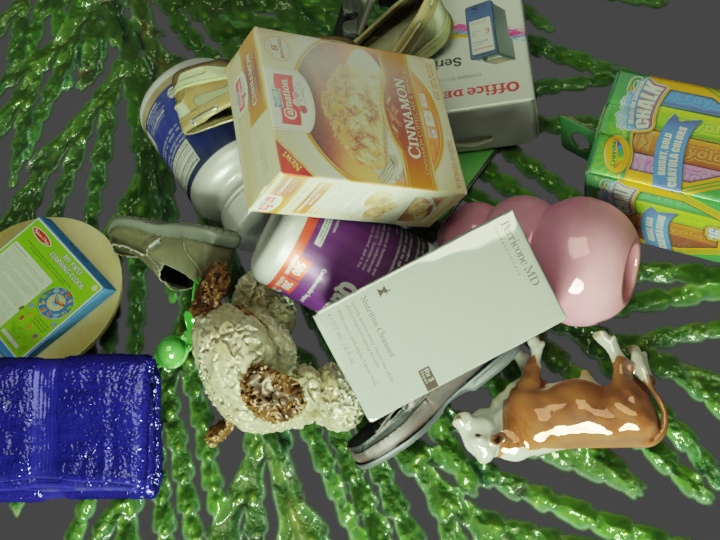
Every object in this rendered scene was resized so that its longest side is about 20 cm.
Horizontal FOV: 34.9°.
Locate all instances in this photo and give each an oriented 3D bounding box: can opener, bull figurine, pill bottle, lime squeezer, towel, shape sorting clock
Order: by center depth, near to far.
[{"bbox_3d":[0.188,0.124,1.082,0.198,0.065,0.123,-2,63,12],"label":"bull figurine"},{"bbox_3d":[0.000,0.000,1.120,0.199,0.112,0.113,28,70,-11],"label":"pill bottle"},{"bbox_3d":[-0.299,0.160,1.154,0.198,0.050,0.150,-3,87,11],"label":"towel"},{"bbox_3d":[-0.194,0.077,1.183,0.038,0.071,0.200,48,119,7],"label":"lime squeezer"},{"bbox_3d":[0.009,-0.261,1.236,0.066,0.200,0.054,6,64,-11],"label":"can opener"},{"bbox_3d":[-0.144,-0.122,1.236,0.119,0.120,0.201,-34,64,-5],"label":"pill bottle"},{"bbox_3d":[-0.356,0.028,1.256,0.198,0.039,0.202,-5,60,9],"label":"shape sorting clock"}]

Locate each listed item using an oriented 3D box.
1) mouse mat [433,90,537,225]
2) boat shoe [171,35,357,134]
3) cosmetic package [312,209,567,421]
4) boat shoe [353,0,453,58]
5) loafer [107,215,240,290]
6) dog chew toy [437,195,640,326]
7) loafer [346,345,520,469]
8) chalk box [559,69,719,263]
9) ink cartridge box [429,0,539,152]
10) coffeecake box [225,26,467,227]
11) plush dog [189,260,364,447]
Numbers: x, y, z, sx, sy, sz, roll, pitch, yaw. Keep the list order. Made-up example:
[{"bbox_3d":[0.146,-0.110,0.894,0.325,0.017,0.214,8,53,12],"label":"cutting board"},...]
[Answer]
[{"bbox_3d":[0.081,-0.159,1.269,0.160,0.008,0.201,32,76,23],"label":"mouse mat"},{"bbox_3d":[-0.093,-0.179,1.158,0.198,0.072,0.077,-12,75,16],"label":"boat shoe"},{"bbox_3d":[0.071,0.040,1.026,0.199,0.081,0.114,-30,87,2],"label":"cosmetic package"},{"bbox_3d":[0.006,-0.214,1.184,0.200,0.063,0.074,-37,58,8],"label":"boat shoe"},{"bbox_3d":[-0.205,-0.016,1.198,0.199,0.075,0.070,6,86,49],"label":"loafer"},{"bbox_3d":[0.170,-0.017,1.126,0.198,0.125,0.126,11,68,25],"label":"dog chew toy"},{"bbox_3d":[0.060,0.107,1.097,0.199,0.072,0.063,-39,105,4],"label":"loafer"},{"bbox_3d":[0.291,-0.107,1.136,0.198,0.125,0.125,14,69,19],"label":"chalk box"},{"bbox_3d":[0.112,-0.236,1.246,0.144,0.088,0.202,-7,66,9],"label":"ink cartridge box"},{"bbox_3d":[-0.014,-0.130,1.068,0.198,0.073,0.155,3,63,-31],"label":"coffeecake box"},{"bbox_3d":[-0.109,0.090,1.100,0.160,0.172,0.200,-37,64,-6],"label":"plush dog"}]
